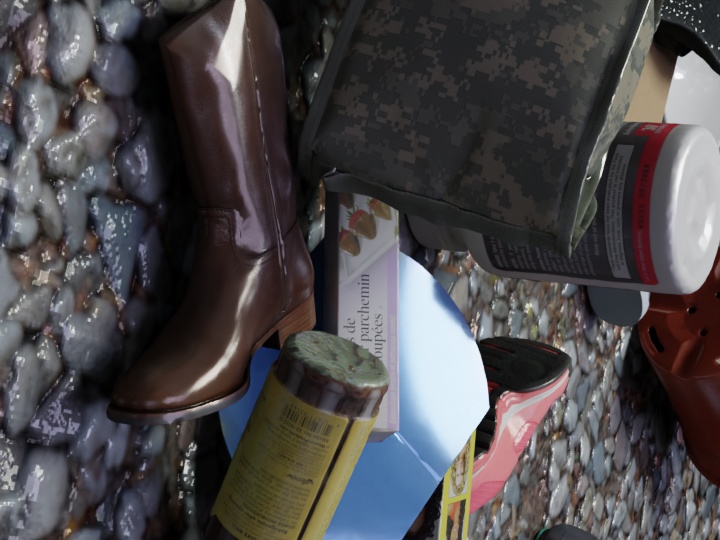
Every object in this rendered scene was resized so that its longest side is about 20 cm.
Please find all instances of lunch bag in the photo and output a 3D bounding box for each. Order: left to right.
[{"bbox_3d":[0.071,-0.110,0.832,0.118,0.163,0.201,80,32,-66],"label":"lunch bag"}]

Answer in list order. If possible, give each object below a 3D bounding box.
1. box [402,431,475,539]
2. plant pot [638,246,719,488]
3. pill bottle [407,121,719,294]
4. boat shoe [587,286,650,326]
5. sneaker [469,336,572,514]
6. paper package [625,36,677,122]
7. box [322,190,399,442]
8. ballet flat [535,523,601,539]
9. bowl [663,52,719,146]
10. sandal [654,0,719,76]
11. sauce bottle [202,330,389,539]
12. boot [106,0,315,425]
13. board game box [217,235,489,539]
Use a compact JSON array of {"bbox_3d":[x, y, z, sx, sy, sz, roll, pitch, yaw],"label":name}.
[{"bbox_3d":[0.029,0.189,0.984,0.050,0.075,0.202,1,93,-62],"label":"box"},{"bbox_3d":[0.376,0.089,1.454,0.195,0.200,0.202,47,55,-41],"label":"plant pot"},{"bbox_3d":[0.135,-0.047,0.998,0.110,0.199,0.112,-16,109,-58],"label":"pill bottle"},{"bbox_3d":[0.231,-0.055,1.292,0.091,0.070,0.201,-52,144,-43],"label":"boat shoe"},{"bbox_3d":[0.092,0.120,1.100,0.200,0.073,0.087,-38,140,-46],"label":"sneaker"},{"bbox_3d":[0.167,-0.200,1.122,0.200,0.103,0.192,48,53,-50],"label":"paper package"},{"bbox_3d":[0.000,0.000,0.882,0.041,0.038,0.202,128,-36,-68],"label":"box"},{"bbox_3d":[0.217,0.273,1.318,0.200,0.073,0.074,38,63,-55],"label":"ballet flat"},{"bbox_3d":[0.279,-0.190,1.338,0.201,0.074,0.201,-60,141,-36],"label":"bowl"},{"bbox_3d":[0.237,-0.201,1.106,0.200,0.048,0.076,19,78,-46],"label":"sandal"},{"bbox_3d":[-0.049,0.131,0.801,0.065,0.065,0.201,-6,124,-59],"label":"sauce bottle"},{"bbox_3d":[-0.085,-0.040,0.765,0.186,0.064,0.202,-42,131,-60],"label":"boot"},{"bbox_3d":[-0.011,0.078,0.908,0.158,0.039,0.200,48,55,-14],"label":"board game box"}]
